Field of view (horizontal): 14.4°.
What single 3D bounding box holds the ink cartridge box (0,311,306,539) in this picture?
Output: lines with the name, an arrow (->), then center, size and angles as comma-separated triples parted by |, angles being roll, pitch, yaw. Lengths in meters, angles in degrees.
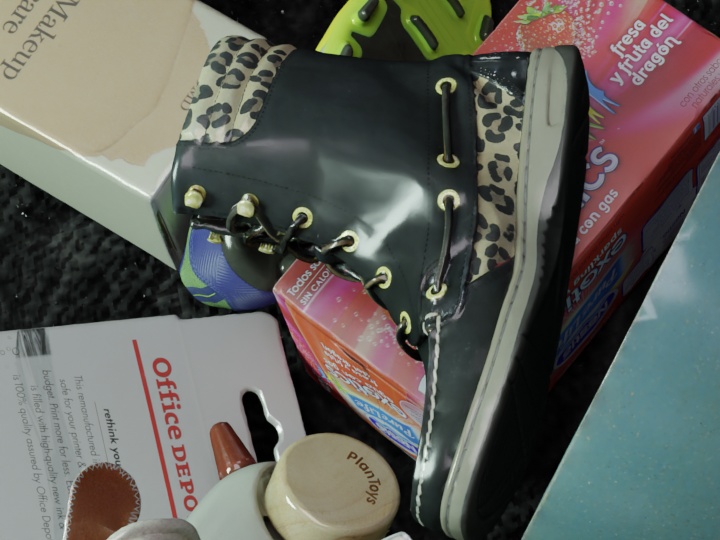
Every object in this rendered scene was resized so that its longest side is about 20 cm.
ink cartridge box -> -0.123, 0.087, 1.160 | 0.199, 0.068, 0.117 | -5, 66, -22

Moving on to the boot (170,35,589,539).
boot -> 0.000, 0.000, 1.093 | 0.153, 0.074, 0.205 | 7, 65, 13

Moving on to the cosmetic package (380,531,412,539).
cosmetic package -> 0.012, 0.182, 1.054 | 0.087, 0.200, 0.104 | -25, 66, -2

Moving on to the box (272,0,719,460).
box -> 0.065, -0.021, 1.185 | 0.095, 0.100, 0.200 | 36, 77, 19

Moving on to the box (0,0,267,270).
box -> -0.139, -0.095, 1.253 | 0.199, 0.078, 0.095 | 29, 73, 17

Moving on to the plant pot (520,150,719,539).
plant pot -> 0.159, 0.046, 1.038 | 0.134, 0.200, 0.201 | 27, 73, 6

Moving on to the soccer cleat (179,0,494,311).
soccer cleat -> -0.014, -0.063, 1.232 | 0.065, 0.084, 0.200 | 44, 59, -14

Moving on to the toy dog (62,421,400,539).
toy dog -> -0.076, 0.110, 1.068 | 0.096, 0.199, 0.132 | 46, 119, 29
